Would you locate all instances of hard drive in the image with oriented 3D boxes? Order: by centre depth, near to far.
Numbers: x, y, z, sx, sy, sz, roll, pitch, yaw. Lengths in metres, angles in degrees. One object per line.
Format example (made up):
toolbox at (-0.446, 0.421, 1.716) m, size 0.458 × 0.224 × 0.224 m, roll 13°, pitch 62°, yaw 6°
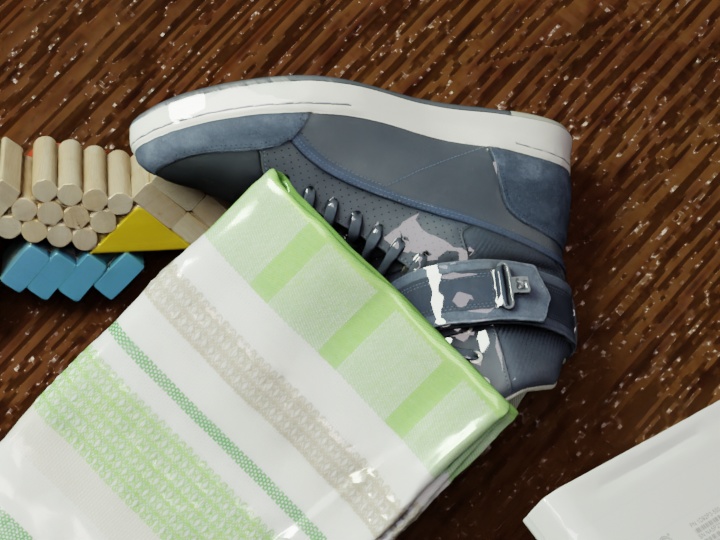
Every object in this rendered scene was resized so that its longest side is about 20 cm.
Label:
hard drive at (0.171, 0.153, 0.932) m, size 0.132 × 0.026 × 0.200 m, roll -22°, pitch 68°, yaw -42°

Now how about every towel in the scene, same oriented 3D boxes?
towel at (-0.055, 0.078, 0.939) m, size 0.149 × 0.031 × 0.200 m, roll 44°, pitch 99°, yaw -1°

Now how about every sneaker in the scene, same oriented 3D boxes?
sneaker at (0.001, 0.000, 0.973) m, size 0.202 × 0.077 × 0.146 m, roll 6°, pitch 71°, yaw -19°

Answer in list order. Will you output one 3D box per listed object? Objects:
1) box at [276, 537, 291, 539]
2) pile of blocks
box at (-0.026, 0.244, 0.789) m, size 0.171 × 0.199 × 0.200 m, roll -25°, pitch 42°, yaw -36°
pile of blocks at (-0.154, -0.026, 1.023) m, size 0.200 × 0.082 × 0.062 m, roll 2°, pitch 27°, yaw -8°
